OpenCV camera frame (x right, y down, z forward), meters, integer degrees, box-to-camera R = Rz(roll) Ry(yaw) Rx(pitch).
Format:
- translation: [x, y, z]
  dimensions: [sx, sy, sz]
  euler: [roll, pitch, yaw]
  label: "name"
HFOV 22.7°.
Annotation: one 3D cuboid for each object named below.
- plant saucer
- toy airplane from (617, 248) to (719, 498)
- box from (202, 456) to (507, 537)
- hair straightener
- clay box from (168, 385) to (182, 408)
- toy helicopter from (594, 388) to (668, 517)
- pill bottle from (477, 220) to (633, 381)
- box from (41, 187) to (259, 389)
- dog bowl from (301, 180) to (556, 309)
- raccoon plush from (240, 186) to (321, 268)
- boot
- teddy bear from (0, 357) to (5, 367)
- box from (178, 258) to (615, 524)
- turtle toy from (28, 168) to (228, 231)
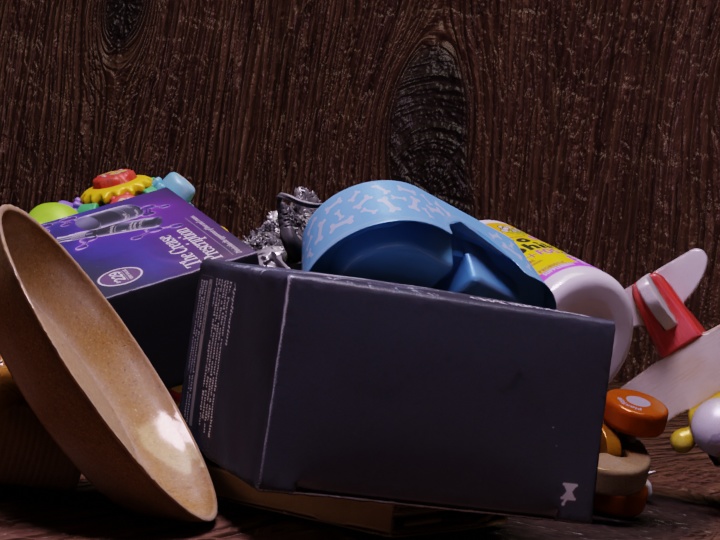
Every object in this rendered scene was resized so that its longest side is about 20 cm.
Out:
- translation: [-0.146, 0.058, 0.954]
  dimensions: [0.035, 0.201, 0.200]
  euler: [-33, -1, 2]
  label: "plant saucer"
- translation: [0.265, 0.087, 1.375]
  dimensions: [0.197, 0.202, 0.141]
  euler: [12, 22, -3]
  label: "toy airplane"
- translation: [-0.029, 0.131, 1.092]
  dimensions: [0.198, 0.022, 0.163]
  euler: [8, -1, 29]
  label: "box"
- translation: [0.000, 0.000, 1.239]
  dimensions: [0.041, 0.077, 0.200]
  euler: [45, -5, 45]
  label: "hair straightener"
- translation: [-0.121, 0.068, 1.236]
  dimensions: [0.198, 0.048, 0.115]
  euler: [2, 22, 34]
  label: "clay box"
- translation: [0.109, 0.110, 1.257]
  dimensions: [0.199, 0.080, 0.132]
  euler: [24, 22, 33]
  label: "toy helicopter"
- translation: [0.116, 0.023, 1.393]
  dimensions: [0.103, 0.105, 0.200]
  euler: [8, 12, -32]
  label: "pill bottle"
- translation: [-0.158, 0.016, 1.214]
  dimensions: [0.140, 0.080, 0.200]
  euler: [-20, 22, -18]
  label: "box"
- translation: [0.042, 0.006, 1.185]
  dimensions: [0.199, 0.111, 0.050]
  euler: [26, 33, -38]
  label: "dog bowl"
- translation: [-0.037, -0.008, 1.328]
  dimensions: [0.097, 0.134, 0.200]
  euler: [50, -21, -13]
  label: "raccoon plush"
- translation: [-0.234, 0.073, 1.017]
  dimensions: [0.143, 0.072, 0.201]
  euler: [15, 5, -16]
  label: "boot"
- translation: [-0.282, 0.051, 1.086]
  dimensions: [0.199, 0.145, 0.067]
  euler: [1, 50, -52]
  label: "teddy bear"
- translation: [0.014, 0.066, 1.035]
  dimensions: [0.195, 0.119, 0.200]
  euler: [8, 1, -19]
  label: "box"
- translation: [-0.210, -0.027, 1.505]
  dimensions: [0.145, 0.102, 0.200]
  euler: [-4, 17, 36]
  label: "turtle toy"
